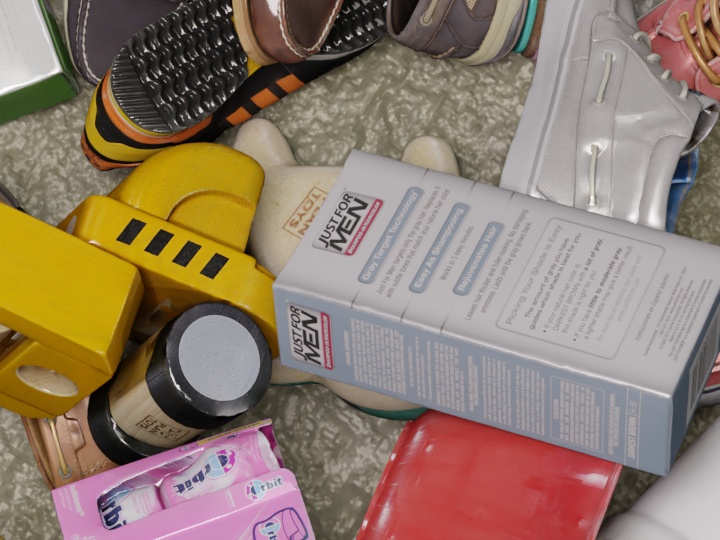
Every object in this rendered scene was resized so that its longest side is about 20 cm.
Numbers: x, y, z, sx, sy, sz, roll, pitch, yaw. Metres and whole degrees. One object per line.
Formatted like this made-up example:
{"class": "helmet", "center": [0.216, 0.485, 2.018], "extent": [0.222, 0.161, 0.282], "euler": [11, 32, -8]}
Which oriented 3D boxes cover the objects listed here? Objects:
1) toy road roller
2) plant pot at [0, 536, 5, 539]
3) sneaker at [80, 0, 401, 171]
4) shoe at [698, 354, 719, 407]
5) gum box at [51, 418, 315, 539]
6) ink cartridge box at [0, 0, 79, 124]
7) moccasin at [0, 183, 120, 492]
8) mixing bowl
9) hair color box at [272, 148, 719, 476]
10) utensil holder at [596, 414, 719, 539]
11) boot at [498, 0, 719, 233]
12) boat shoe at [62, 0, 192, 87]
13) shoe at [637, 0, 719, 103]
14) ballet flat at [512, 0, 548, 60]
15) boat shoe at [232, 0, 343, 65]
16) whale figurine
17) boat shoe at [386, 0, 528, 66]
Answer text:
{"class": "toy road roller", "center": [-0.129, -0.001, 1.350], "extent": [0.199, 0.123, 0.147], "euler": [23, 64, -17]}
{"class": "plant pot", "center": [-0.245, 0.195, 1.337], "extent": [0.199, 0.195, 0.195], "euler": [21, 79, -8]}
{"class": "sneaker", "center": [-0.069, -0.113, 1.457], "extent": [0.200, 0.090, 0.070], "euler": [-30, 85, -36]}
{"class": "shoe", "center": [0.230, -0.013, 1.437], "extent": [0.200, 0.091, 0.072], "euler": [-39, 73, -10]}
{"class": "gum box", "center": [-0.070, 0.174, 1.345], "extent": [0.113, 0.066, 0.201], "euler": [-19, 125, -6]}
{"class": "ink cartridge box", "center": [-0.260, -0.113, 1.449], "extent": [0.199, 0.059, 0.104], "euler": [-20, 81, 0]}
{"class": "moccasin", "center": [-0.188, 0.027, 1.428], "extent": [0.078, 0.074, 0.202], "euler": [-29, 91, -17]}
{"class": "mixing bowl", "center": [0.056, 0.138, 1.352], "extent": [0.108, 0.200, 0.201], "euler": [21, 79, 5]}
{"class": "hair color box", "center": [0.069, 0.018, 1.305], "extent": [0.199, 0.061, 0.099], "euler": [16, 50, 17]}
{"class": "utensil holder", "center": [0.245, 0.123, 1.378], "extent": [0.170, 0.170, 0.200], "euler": [44, 79, 6]}
{"class": "boot", "center": [0.138, -0.088, 1.392], "extent": [0.095, 0.074, 0.201], "euler": [6, 60, 18]}
{"class": "boat shoe", "center": [-0.108, -0.181, 1.430], "extent": [0.072, 0.065, 0.201], "euler": [19, 111, -13]}
{"class": "shoe", "center": [0.192, -0.130, 1.454], "extent": [0.200, 0.091, 0.072], "euler": [-37, 83, -9]}
{"class": "ballet flat", "center": [0.106, -0.215, 1.492], "extent": [0.071, 0.069, 0.201], "euler": [-3, 78, -21]}
{"class": "boat shoe", "center": [-0.016, -0.202, 1.403], "extent": [0.070, 0.070, 0.201], "euler": [2, 75, 27]}
{"class": "whale figurine", "center": [0.000, 0.000, 1.438], "extent": [0.200, 0.104, 0.159], "euler": [30, 78, 28]}
{"class": "boat shoe", "center": [0.054, -0.207, 1.437], "extent": [0.073, 0.074, 0.201], "euler": [-1, 101, -31]}
